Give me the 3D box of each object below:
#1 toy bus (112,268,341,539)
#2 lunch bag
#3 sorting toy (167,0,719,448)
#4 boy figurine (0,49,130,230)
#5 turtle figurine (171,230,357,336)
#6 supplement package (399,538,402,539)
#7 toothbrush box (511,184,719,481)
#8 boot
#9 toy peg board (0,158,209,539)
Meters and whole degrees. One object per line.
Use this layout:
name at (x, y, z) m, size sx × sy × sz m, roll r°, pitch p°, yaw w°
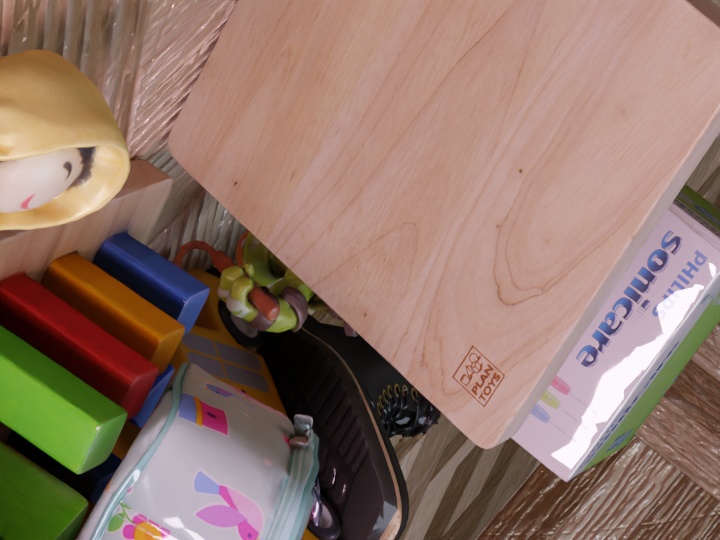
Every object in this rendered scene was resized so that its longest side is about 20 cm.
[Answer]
toy bus at (-0.069, 0.091, 1.027) m, size 0.065 × 0.201 × 0.078 m, roll -40°, pitch 145°, yaw 25°
lunch bag at (-0.080, 0.136, 0.878) m, size 0.201 × 0.077 × 0.160 m, roll -63°, pitch -179°, yaw 4°
sorting toy at (0.046, -0.071, 0.920) m, size 0.069 × 0.199 × 0.201 m, roll -18°, pitch 146°, yaw -54°
boy figurine at (-0.155, 0.000, 0.714) m, size 0.200 × 0.064 × 0.125 m, roll -40°, pitch 161°, yaw -36°
turtle figurine at (0.000, 0.000, 1.033) m, size 0.200 × 0.160 × 0.065 m, roll -43°, pitch 130°, yaw -55°
supplement package at (-0.029, 0.222, 1.204) m, size 0.200 × 0.121 × 0.121 m, roll -26°, pitch 139°, yaw -67°
toothbrush box at (0.139, 0.023, 1.223) m, size 0.146 × 0.086 × 0.200 m, roll -55°, pitch 169°, yaw 11°
boot at (0.008, 0.074, 1.118) m, size 0.138 × 0.200 × 0.078 m, roll 17°, pitch 116°, yaw -37°
toy peg board at (-0.133, 0.079, 0.901) m, size 0.201 × 0.097 × 0.199 m, roll -62°, pitch 165°, yaw 22°
